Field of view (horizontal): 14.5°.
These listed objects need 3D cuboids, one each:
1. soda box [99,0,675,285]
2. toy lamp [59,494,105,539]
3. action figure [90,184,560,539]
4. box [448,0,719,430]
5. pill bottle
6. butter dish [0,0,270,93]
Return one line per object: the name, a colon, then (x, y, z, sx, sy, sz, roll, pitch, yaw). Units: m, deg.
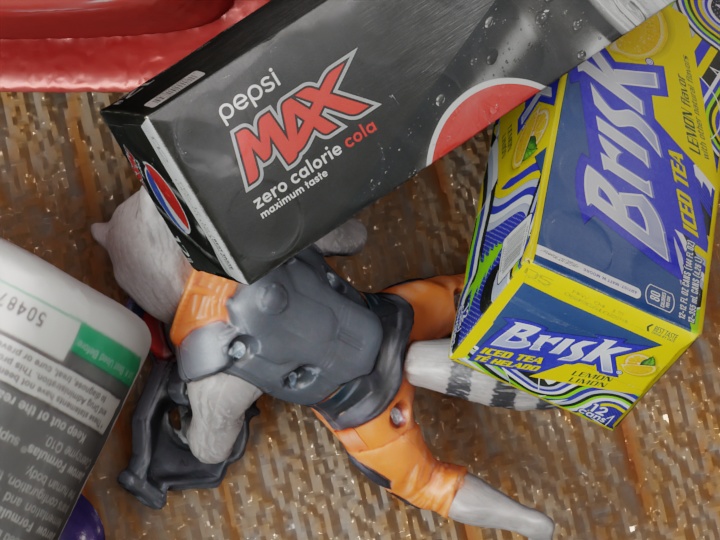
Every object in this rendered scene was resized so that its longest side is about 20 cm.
soda box: (0.017, -0.077, 0.947, 0.200, 0.063, 0.071, -34, 104, -13)
toy lamp: (-0.033, 0.154, 1.005, 0.200, 0.058, 0.058, 34, 76, -7)
action figure: (0.000, 0.000, 1.016, 0.193, 0.105, 0.200, 18, 80, -22)
box: (0.088, -0.045, 1.016, 0.070, 0.064, 0.200, 24, 48, -11)
pill bottle: (-0.160, 0.085, 0.936, 0.113, 0.113, 0.200, 27, 82, -11)
butter dish: (-0.121, -0.156, 0.944, 0.199, 0.148, 0.200, 1, 97, 8)
